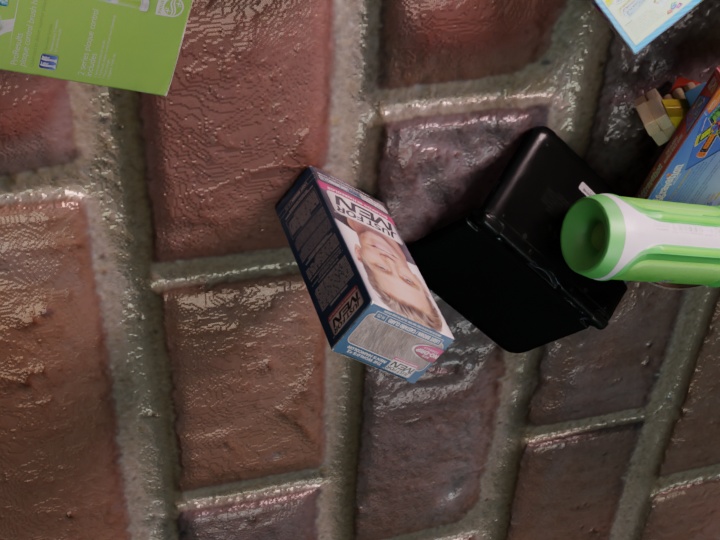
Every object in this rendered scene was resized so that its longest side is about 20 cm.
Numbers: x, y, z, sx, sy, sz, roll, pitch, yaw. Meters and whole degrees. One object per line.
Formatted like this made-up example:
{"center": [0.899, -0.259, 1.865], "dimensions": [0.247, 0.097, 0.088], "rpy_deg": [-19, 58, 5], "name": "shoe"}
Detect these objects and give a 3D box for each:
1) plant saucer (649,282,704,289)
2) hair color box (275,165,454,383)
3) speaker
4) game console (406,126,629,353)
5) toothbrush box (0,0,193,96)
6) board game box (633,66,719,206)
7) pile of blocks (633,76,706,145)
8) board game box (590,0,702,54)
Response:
{"center": [0.374, -0.065, 1.219], "dimensions": [0.199, 0.032, 0.201], "rpy_deg": [-12, 132, -13], "name": "plant saucer"}
{"center": [0.000, 0.000, 1.012], "dimensions": [0.100, 0.200, 0.061], "rpy_deg": [24, 117, -36], "name": "hair color box"}
{"center": [0.296, -0.028, 1.116], "dimensions": [0.199, 0.089, 0.089], "rpy_deg": [3, 128, -29], "name": "speaker"}
{"center": [0.171, -0.025, 1.162], "dimensions": [0.200, 0.116, 0.176], "rpy_deg": [38, 79, -29], "name": "game console"}
{"center": [-0.229, -0.207, 0.783], "dimensions": [0.199, 0.146, 0.086], "rpy_deg": [6, 127, -27], "name": "toothbrush box"}
{"center": [0.342, -0.122, 1.086], "dimensions": [0.102, 0.020, 0.200], "rpy_deg": [-7, 148, -18], "name": "board game box"}
{"center": [0.348, -0.167, 1.096], "dimensions": [0.199, 0.062, 0.082], "rpy_deg": [-1, 146, -26], "name": "pile of blocks"}
{"center": [0.266, -0.297, 0.941], "dimensions": [0.200, 0.034, 0.135], "rpy_deg": [-38, 107, 13], "name": "board game box"}
